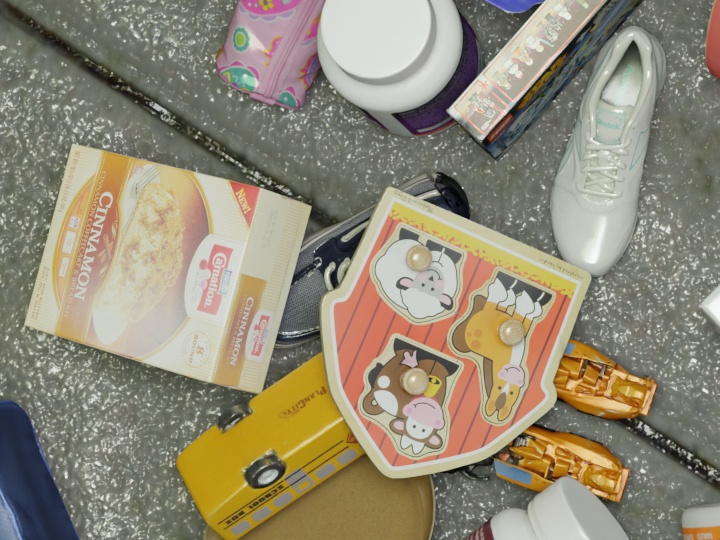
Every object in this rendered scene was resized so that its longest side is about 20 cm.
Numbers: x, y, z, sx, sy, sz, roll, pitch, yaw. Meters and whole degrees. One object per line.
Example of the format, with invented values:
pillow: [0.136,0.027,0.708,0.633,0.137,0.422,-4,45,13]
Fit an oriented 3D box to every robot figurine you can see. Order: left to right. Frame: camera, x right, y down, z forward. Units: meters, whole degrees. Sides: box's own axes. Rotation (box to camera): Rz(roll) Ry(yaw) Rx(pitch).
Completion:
robot figurine: [0.122,0.102,1.599,0.199,0.058,0.146,17,88,11]

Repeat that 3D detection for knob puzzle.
knob puzzle: [0.061,0.062,1.530,0.218,0.030,0.221,-1,94,-13]

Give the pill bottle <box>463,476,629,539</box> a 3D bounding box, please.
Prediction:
pill bottle: [0.107,0.253,1.546,0.200,0.114,0.114,-41,79,16]

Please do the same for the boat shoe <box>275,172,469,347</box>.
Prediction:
boat shoe: [0.000,0.000,1.599,0.200,0.093,0.075,-37,107,5]

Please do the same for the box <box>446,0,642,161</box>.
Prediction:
box: [0.152,-0.176,1.576,0.040,0.137,0.200,42,93,9]

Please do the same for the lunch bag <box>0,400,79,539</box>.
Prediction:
lunch bag: [-0.318,0.200,1.637,0.132,0.136,0.201,-25,81,8]

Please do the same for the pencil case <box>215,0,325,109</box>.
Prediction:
pencil case: [-0.042,-0.226,1.612,0.087,0.087,0.200,36,118,12]

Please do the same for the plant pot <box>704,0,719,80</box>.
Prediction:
plant pot: [0.363,-0.183,1.518,0.177,0.200,0.201,23,90,21]

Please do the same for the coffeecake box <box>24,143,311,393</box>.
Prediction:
coffeecake box: [-0.153,-0.003,1.620,0.199,0.073,0.154,14,88,34]

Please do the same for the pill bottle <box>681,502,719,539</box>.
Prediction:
pill bottle: [0.303,0.271,1.525,0.109,0.110,0.201,-7,84,10]

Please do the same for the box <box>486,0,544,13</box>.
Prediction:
box: [0.129,-0.301,1.593,0.119,0.041,0.201,27,69,-8]

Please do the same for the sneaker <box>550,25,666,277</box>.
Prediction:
sneaker: [0.189,-0.095,1.593,0.070,0.080,0.201,11,89,10]

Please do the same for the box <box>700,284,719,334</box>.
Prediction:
box: [0.355,0.069,1.523,0.097,0.124,0.200,-43,80,4]

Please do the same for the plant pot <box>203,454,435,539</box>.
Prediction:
plant pot: [-0.030,0.206,1.596,0.199,0.028,0.201,-14,51,19]

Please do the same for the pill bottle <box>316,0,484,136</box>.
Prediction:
pill bottle: [0.029,-0.170,1.568,0.111,0.200,0.112,-1,85,10]

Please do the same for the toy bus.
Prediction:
toy bus: [-0.044,0.124,1.590,0.200,0.078,0.065,-34,56,2]
